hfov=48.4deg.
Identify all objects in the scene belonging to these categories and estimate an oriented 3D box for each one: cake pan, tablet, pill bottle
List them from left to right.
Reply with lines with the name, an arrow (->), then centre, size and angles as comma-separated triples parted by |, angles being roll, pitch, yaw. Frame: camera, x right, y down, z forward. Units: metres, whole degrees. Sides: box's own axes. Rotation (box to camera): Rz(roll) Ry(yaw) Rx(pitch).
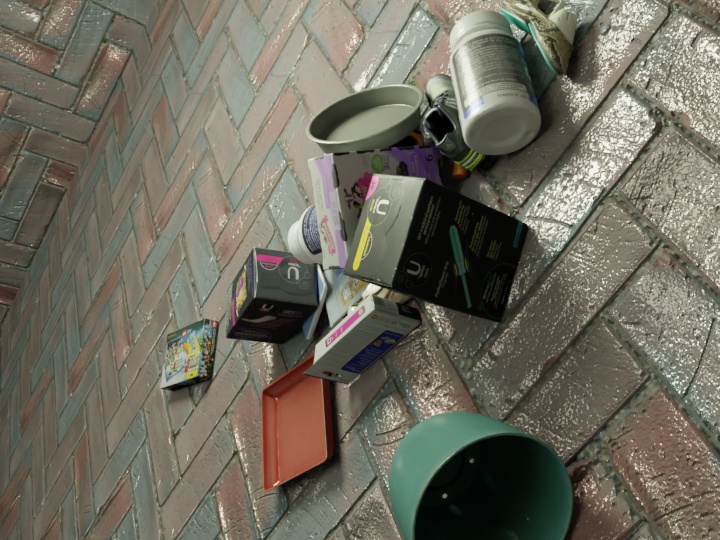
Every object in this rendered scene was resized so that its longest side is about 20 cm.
tablet -> -0.103, 0.022, 1.522 | 0.200, 0.014, 0.130 | -115, 37, -50
pill bottle -> -0.036, -0.071, 1.354 | 0.200, 0.111, 0.111 | -18, 60, 50
cake pan -> 0.011, -0.244, 1.307 | 0.200, 0.037, 0.200 | -15, 33, 10
pill bottle -> 0.193, -0.281, 1.184 | 0.114, 0.114, 0.200 | -37, 48, 41

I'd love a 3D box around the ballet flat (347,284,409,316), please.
ballet flat -> 0.018, 0.058, 1.316 | 0.200, 0.069, 0.069 | -50, 39, 29

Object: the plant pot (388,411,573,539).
plant pot -> 0.126, 0.262, 0.965 | 0.201, 0.200, 0.161 | -70, 21, 3

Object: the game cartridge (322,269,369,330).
game cartridge -> 0.000, 0.000, 1.400 | 0.200, 0.042, 0.133 | -47, 45, 33

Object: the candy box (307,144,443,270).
candy box -> 0.032, -0.097, 1.208 | 0.072, 0.200, 0.168 | -3, 97, 55

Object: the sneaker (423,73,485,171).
sneaker -> 0.135, -0.244, 1.244 | 0.074, 0.081, 0.200 | -46, 41, 30

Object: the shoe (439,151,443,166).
shoe -> 0.072, -0.161, 1.365 | 0.200, 0.053, 0.070 | -7, 29, 51

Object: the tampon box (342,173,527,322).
tampon box -> 0.104, -0.031, 1.115 | 0.126, 0.200, 0.150 | 15, 87, 56

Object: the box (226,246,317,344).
box -> -0.170, 0.051, 1.500 | 0.200, 0.122, 0.106 | 134, 139, -55

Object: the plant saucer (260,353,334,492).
plant saucer -> -0.110, 0.273, 1.426 | 0.200, 0.037, 0.200 | -37, 46, 41

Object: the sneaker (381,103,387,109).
sneaker -> 0.013, -0.221, 1.417 | 0.200, 0.078, 0.099 | -43, 9, -21

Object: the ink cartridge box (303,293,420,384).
ink cartridge box -> -0.002, 0.116, 1.292 | 0.200, 0.095, 0.037 | -46, 41, 33

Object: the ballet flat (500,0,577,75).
ballet flat -> 0.270, -0.362, 1.164 | 0.075, 0.068, 0.200 | -39, 41, 17

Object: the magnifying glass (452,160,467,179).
magnifying glass -> 0.168, -0.242, 1.284 | 0.080, 0.022, 0.200 | -13, 65, 52

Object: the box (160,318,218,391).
box -> -0.403, 0.200, 1.877 | 0.200, 0.038, 0.137 | -22, 58, 49

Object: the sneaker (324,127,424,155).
sneaker -> 0.016, -0.188, 1.317 | 0.200, 0.078, 0.077 | -32, 23, -8
